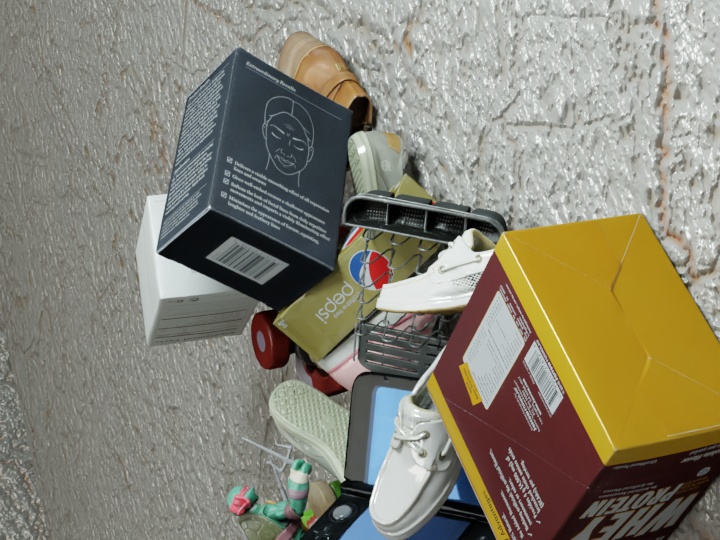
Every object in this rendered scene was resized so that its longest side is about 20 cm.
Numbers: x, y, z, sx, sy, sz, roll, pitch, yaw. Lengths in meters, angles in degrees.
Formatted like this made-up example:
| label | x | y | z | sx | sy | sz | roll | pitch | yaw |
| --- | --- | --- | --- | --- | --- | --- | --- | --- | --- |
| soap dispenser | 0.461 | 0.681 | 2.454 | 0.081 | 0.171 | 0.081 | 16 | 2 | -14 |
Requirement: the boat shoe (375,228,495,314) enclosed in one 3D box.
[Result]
| label | x | y | z | sx | sy | sz | roll | pitch | yaw |
| --- | --- | --- | --- | --- | --- | --- | --- | --- | --- |
| boat shoe | 0.101 | -0.001 | 1.290 | 0.198 | 0.071 | 0.070 | -9 | 86 | 31 |

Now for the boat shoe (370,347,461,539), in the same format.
| label | x | y | z | sx | sy | sz | roll | pitch | yaw |
| --- | --- | --- | --- | --- | --- | --- | --- | --- | --- |
| boat shoe | 0.058 | 0.135 | 1.297 | 0.070 | 0.069 | 0.202 | 20 | 77 | 40 |

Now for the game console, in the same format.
| label | x | y | z | sx | sy | sz | roll | pitch | yaw |
| --- | --- | --- | --- | --- | --- | --- | --- | --- | --- |
| game console | 0.039 | 0.194 | 1.343 | 0.198 | 0.176 | 0.118 | 4 | 121 | 38 |

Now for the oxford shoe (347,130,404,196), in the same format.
| label | x | y | z | sx | sy | sz | roll | pitch | yaw |
| --- | --- | --- | --- | --- | --- | --- | --- | --- | --- |
| oxford shoe | 0.027 | -0.056 | 1.520 | 0.075 | 0.057 | 0.202 | -121 | 20 | -51 |

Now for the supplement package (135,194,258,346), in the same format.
| label | x | y | z | sx | sy | sz | roll | pitch | yaw |
| --- | --- | --- | --- | --- | --- | --- | --- | --- | --- |
| supplement package | -0.180 | -0.001 | 1.645 | 0.200 | 0.116 | 0.119 | 127 | 134 | -70 |

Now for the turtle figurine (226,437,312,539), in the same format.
| label | x | y | z | sx | sy | sz | roll | pitch | yaw |
| --- | --- | --- | --- | --- | --- | --- | --- | --- | --- |
| turtle figurine | -0.074 | 0.273 | 1.606 | 0.199 | 0.101 | 0.150 | 40 | 159 | 0 |

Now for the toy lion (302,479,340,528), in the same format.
| label | x | y | z | sx | sy | sz | roll | pitch | yaw |
| --- | --- | --- | --- | --- | --- | --- | --- | --- | --- |
| toy lion | -0.012 | 0.340 | 1.718 | 0.194 | 0.068 | 0.200 | 66 | 151 | 16 |

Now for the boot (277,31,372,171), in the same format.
| label | x | y | z | sx | sy | sz | roll | pitch | yaw |
| --- | --- | --- | --- | --- | --- | --- | --- | --- | --- |
| boot | -0.048 | -0.145 | 1.640 | 0.155 | 0.073 | 0.202 | 48 | 142 | 44 |

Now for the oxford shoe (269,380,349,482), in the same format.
| label | x | y | z | sx | sy | sz | roll | pitch | yaw |
| --- | --- | --- | --- | --- | --- | --- | --- | --- | --- |
| oxford shoe | -0.015 | 0.192 | 1.591 | 0.199 | 0.075 | 0.058 | 36 | 155 | 17 |

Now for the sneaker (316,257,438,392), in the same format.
| label | x | y | z | sx | sy | sz | roll | pitch | yaw |
| --- | --- | --- | --- | --- | --- | --- | --- | --- | --- |
| sneaker | 0.052 | 0.071 | 1.494 | 0.105 | 0.076 | 0.200 | 45 | 127 | -9 |

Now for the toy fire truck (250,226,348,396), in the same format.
| label | x | y | z | sx | sy | sz | roll | pitch | yaw |
| --- | --- | --- | --- | --- | --- | --- | --- | --- | --- |
| toy fire truck | -0.041 | 0.046 | 1.625 | 0.168 | 0.111 | 0.203 | -150 | 55 | -60 |

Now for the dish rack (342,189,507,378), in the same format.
| label | x | y | z | sx | sy | sz | roll | pitch | yaw |
| --- | --- | --- | --- | --- | --- | --- | --- | --- | --- |
| dish rack | 0.058 | 0.027 | 1.380 | 0.151 | 0.055 | 0.203 | 12 | 115 | 17 |

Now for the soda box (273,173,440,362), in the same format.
| label | x | y | z | sx | sy | sz | roll | pitch | yaw |
| --- | --- | --- | --- | --- | --- | --- | --- | --- | --- |
| soda box | 0.000 | 0.000 | 1.471 | 0.200 | 0.064 | 0.068 | -45 | 11 | 34 |

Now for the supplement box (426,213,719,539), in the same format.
| label | x | y | z | sx | sy | sz | roll | pitch | yaw |
| --- | --- | --- | --- | --- | --- | --- | --- | --- | --- |
| supplement box | 0.171 | 0.102 | 1.155 | 0.199 | 0.131 | 0.201 | 65 | 150 | 32 |

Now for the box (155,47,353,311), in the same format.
| label | x | y | z | sx | sy | sz | roll | pitch | yaw |
| --- | --- | --- | --- | --- | --- | --- | --- | --- | --- |
| box | -0.102 | -0.090 | 1.479 | 0.107 | 0.147 | 0.202 | -34 | 39 | 45 |
